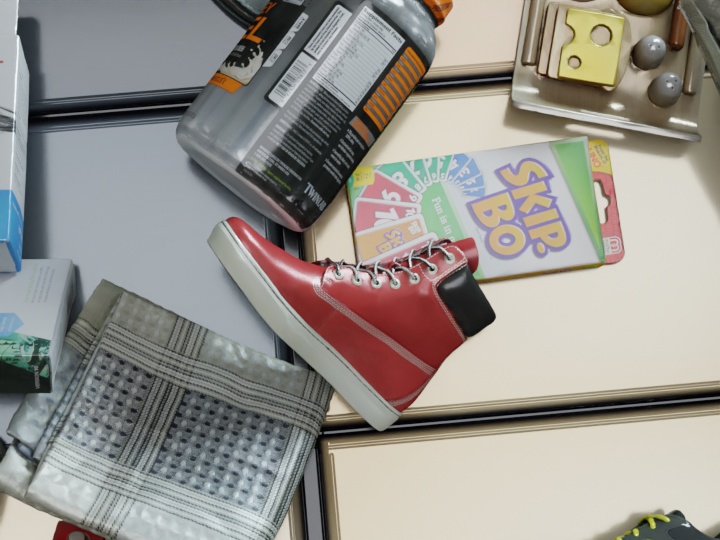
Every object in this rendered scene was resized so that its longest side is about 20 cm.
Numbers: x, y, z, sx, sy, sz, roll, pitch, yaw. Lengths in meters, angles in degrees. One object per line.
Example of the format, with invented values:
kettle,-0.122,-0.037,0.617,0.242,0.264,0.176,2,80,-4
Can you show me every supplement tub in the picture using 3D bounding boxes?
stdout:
supplement tub,-0.029,-0.139,1.304,0.122,0.123,0.200,36,83,2

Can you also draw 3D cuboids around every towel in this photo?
towel,-0.134,0.110,1.275,0.199,0.035,0.193,23,54,1

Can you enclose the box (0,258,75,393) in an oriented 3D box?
box,-0.305,0.037,1.270,0.199,0.145,0.037,-2,116,-2

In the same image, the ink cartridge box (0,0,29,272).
ink cartridge box,-0.298,-0.102,1.308,0.115,0.068,0.201,0,70,-2

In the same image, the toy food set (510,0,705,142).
toy food set,0.195,-0.203,1.348,0.143,0.060,0.201,10,83,-1

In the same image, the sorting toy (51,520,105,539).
sorting toy,-0.156,0.258,1.221,0.199,0.199,0.070,10,125,-1

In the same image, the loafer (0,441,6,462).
loafer,-0.311,0.204,1.285,0.075,0.070,0.201,18,84,0

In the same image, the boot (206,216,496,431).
boot,0.000,0.000,1.281,0.144,0.072,0.200,-44,115,5

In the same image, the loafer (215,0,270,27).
loafer,-0.109,-0.270,1.345,0.072,0.063,0.201,-28,85,-4

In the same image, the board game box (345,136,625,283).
board game box,0.093,-0.040,1.346,0.199,0.030,0.096,-8,85,-5

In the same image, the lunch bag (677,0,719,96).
lunch bag,0.333,-0.148,1.298,0.167,0.139,0.201,-24,95,-10

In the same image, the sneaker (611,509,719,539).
sneaker,0.197,0.211,1.306,0.199,0.074,0.085,7,78,-10
